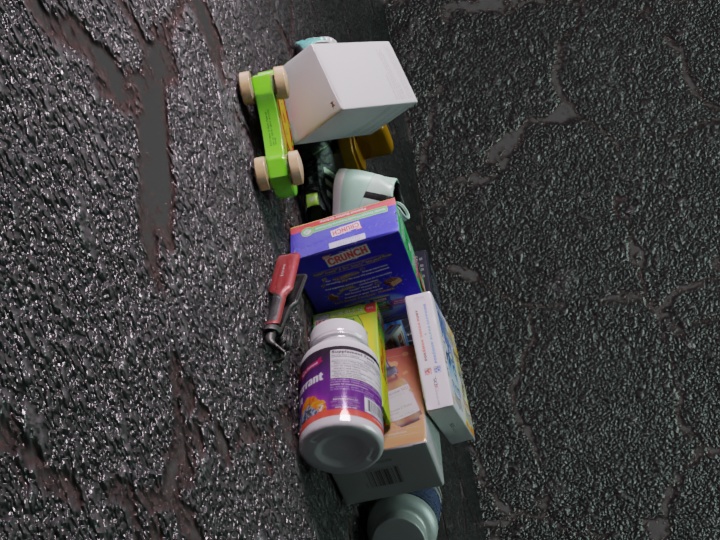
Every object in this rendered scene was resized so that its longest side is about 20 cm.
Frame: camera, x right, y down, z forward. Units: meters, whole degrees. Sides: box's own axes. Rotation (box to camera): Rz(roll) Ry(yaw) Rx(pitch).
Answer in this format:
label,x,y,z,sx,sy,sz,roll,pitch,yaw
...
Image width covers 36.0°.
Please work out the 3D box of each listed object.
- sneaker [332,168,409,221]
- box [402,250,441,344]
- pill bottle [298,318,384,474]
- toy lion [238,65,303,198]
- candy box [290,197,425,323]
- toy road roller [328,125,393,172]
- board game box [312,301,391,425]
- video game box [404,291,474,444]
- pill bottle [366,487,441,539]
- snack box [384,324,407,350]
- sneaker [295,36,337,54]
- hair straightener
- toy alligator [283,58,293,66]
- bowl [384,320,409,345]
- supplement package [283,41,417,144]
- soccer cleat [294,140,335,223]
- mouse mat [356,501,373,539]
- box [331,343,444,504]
label,x,y,z,sx,sy,sz,roll,pitch,yaw
sneaker,0.017,-0.059,1.771,0.074,0.118,0.201,-46,140,-62
box,0.078,0.082,2.125,0.107,0.148,0.200,65,16,-53
pill bottle,-0.027,0.164,1.497,0.200,0.111,0.111,-93,167,-47
toy lion,-0.120,-0.197,1.597,0.192,0.069,0.200,70,10,-80
candy box,0.000,0.000,1.696,0.200,0.169,0.077,67,10,-49
toy road roller,-0.023,-0.258,1.964,0.123,0.146,0.200,64,17,-57
board game box,-0.015,0.143,1.628,0.200,0.102,0.048,-93,168,-45
video game box,0.122,0.151,1.681,0.200,0.047,0.182,56,24,-64
pill bottle,0.069,0.392,1.743,0.200,0.111,0.111,-49,126,-79
snack box,0.067,0.191,1.795,0.072,0.024,0.200,-46,127,-51
sneaker,-0.070,-0.374,2.074,0.200,0.078,0.091,34,48,-75
hair straightener,-0.093,0.061,1.450,0.200,0.041,0.077,-89,164,-55
toy alligator,-0.110,-0.303,1.818,0.054,0.059,0.200,29,35,-12
bowl,0.026,0.100,1.899,0.201,0.039,0.201,159,-90,-75
supplement package,-0.028,-0.282,1.747,0.200,0.117,0.117,-17,80,-52
soccer cleat,-0.072,-0.136,1.770,0.081,0.067,0.200,-65,145,-73
mouse mat,0.024,0.409,1.817,0.200,0.008,0.161,-70,147,-75
box,0.033,0.227,1.653,0.200,0.152,0.106,-93,166,-50
